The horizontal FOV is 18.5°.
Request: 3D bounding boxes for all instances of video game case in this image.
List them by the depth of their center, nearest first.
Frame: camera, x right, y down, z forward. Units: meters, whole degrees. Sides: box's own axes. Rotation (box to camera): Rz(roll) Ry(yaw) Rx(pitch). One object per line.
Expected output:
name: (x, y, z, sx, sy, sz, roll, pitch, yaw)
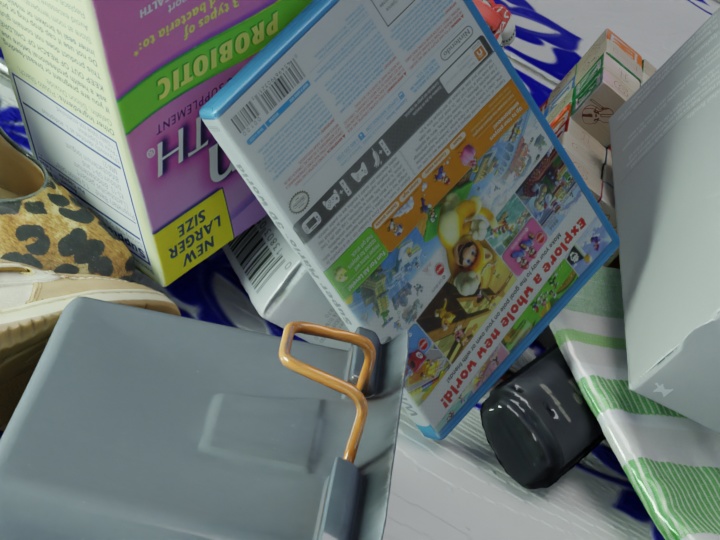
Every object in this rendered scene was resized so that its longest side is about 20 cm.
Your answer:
video game case: (0.029, -0.042, 1.034, 0.018, 0.143, 0.201, 8, -42, 56)

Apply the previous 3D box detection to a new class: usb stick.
usb stick: (0.114, 0.061, 1.132, 0.056, 0.032, 0.200, 60, 28, 2)

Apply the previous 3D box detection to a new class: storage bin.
storage bin: (-0.063, 0.083, 0.790, 0.133, 0.147, 0.200, 16, 24, -3)

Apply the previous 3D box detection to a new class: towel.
towel: (0.175, 0.079, 1.121, 0.152, 0.023, 0.201, 7, 46, -42)

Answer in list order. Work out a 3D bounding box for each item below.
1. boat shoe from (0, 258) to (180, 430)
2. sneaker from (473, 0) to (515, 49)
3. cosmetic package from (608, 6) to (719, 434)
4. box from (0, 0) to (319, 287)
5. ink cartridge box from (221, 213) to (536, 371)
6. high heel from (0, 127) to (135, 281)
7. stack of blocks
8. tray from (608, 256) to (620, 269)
boat shoe: (-0.156, 0.022, 0.874, 0.069, 0.074, 0.199, 47, 30, 25)
sneaker: (0.033, -0.115, 1.291, 0.067, 0.109, 0.201, 28, 15, 12)
cosmetic package: (0.192, -0.025, 1.130, 0.090, 0.107, 0.201, 23, 44, -25)
box: (-0.073, -0.130, 1.024, 0.175, 0.201, 0.096, -36, 48, -26)
ink cartridge box: (0.000, 0.000, 1.153, 0.200, 0.057, 0.163, 36, 13, -41)
high heel: (-0.171, -0.084, 0.984, 0.199, 0.143, 0.072, 27, 23, -3)
stack of blocks: (0.124, -0.055, 1.272, 0.058, 0.115, 0.200, 39, 22, -7)
tray: (0.211, 0.028, 1.234, 0.037, 0.099, 0.200, 9, 30, -38)
